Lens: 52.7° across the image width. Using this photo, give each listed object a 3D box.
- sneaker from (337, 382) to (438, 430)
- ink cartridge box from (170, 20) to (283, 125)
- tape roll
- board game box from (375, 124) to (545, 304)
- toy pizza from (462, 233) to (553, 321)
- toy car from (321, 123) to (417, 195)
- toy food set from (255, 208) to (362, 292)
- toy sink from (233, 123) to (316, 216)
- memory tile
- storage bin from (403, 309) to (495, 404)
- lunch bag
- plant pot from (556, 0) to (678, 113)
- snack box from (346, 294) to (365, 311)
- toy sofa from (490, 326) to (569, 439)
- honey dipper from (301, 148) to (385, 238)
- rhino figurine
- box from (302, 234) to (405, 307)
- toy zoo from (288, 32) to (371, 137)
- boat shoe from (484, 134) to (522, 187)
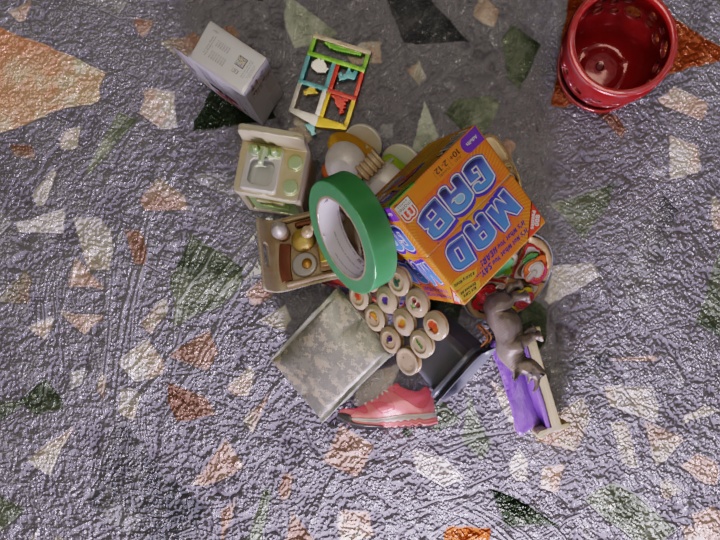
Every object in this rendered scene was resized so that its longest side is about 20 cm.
[{"bbox_3d":[0.052,0.265,1.420,0.195,0.074,0.089,0,72,0],"label":"sneaker"},{"bbox_3d":[-0.255,-0.391,1.416,0.174,0.200,0.085,34,88,5],"label":"ink cartridge box"},{"bbox_3d":[-0.016,-0.062,1.213,0.048,0.200,0.203,-26,83,-23],"label":"tape roll"},{"bbox_3d":[0.146,-0.090,1.240,0.200,0.199,0.201,-43,102,-11],"label":"board game box"},{"bbox_3d":[0.280,0.019,1.366,0.198,0.202,0.032,-32,41,0],"label":"toy pizza"},{"bbox_3d":[0.014,-0.179,1.418,0.197,0.176,0.152,27,122,5],"label":"toy car"},{"bbox_3d":[-0.094,-0.052,1.350,0.195,0.060,0.147,-13,72,12],"label":"toy food set"},{"bbox_3d":[-0.165,-0.181,1.390,0.127,0.200,0.115,9,78,4],"label":"toy sink"},{"bbox_3d":[0.061,0.070,1.268,0.201,0.017,0.154,51,134,19],"label":"memory tile"},{"bbox_3d":[0.159,0.140,1.349,0.134,0.199,0.146,44,103,15],"label":"storage bin"},{"bbox_3d":[-0.046,0.152,1.384,0.164,0.117,0.200,47,111,6],"label":"lunch bag"},{"bbox_3d":[0.471,-0.402,1.374,0.195,0.183,0.206,0,85,4],"label":"plant pot"},{"bbox_3d":[0.034,0.050,1.450,0.198,0.024,0.073,-33,82,1],"label":"snack box"},{"bbox_3d":[0.320,0.214,1.388,0.095,0.083,0.205,-16,84,2],"label":"toy sofa"},{"bbox_3d":[-0.036,-0.135,1.307,0.200,0.038,0.038,-44,84,9],"label":"honey dipper"},{"bbox_3d":[0.285,0.125,1.327,0.086,0.060,0.204,-18,89,1],"label":"rhino figurine"},{"bbox_3d":[0.000,0.000,1.399,0.196,0.100,0.097,22,81,17],"label":"box"},{"bbox_3d":[-0.066,-0.371,1.492,0.128,0.020,0.204,17,87,5],"label":"toy zoo"},{"bbox_3d":[0.282,-0.178,1.427,0.072,0.069,0.204,-21,84,2],"label":"boat shoe"}]
